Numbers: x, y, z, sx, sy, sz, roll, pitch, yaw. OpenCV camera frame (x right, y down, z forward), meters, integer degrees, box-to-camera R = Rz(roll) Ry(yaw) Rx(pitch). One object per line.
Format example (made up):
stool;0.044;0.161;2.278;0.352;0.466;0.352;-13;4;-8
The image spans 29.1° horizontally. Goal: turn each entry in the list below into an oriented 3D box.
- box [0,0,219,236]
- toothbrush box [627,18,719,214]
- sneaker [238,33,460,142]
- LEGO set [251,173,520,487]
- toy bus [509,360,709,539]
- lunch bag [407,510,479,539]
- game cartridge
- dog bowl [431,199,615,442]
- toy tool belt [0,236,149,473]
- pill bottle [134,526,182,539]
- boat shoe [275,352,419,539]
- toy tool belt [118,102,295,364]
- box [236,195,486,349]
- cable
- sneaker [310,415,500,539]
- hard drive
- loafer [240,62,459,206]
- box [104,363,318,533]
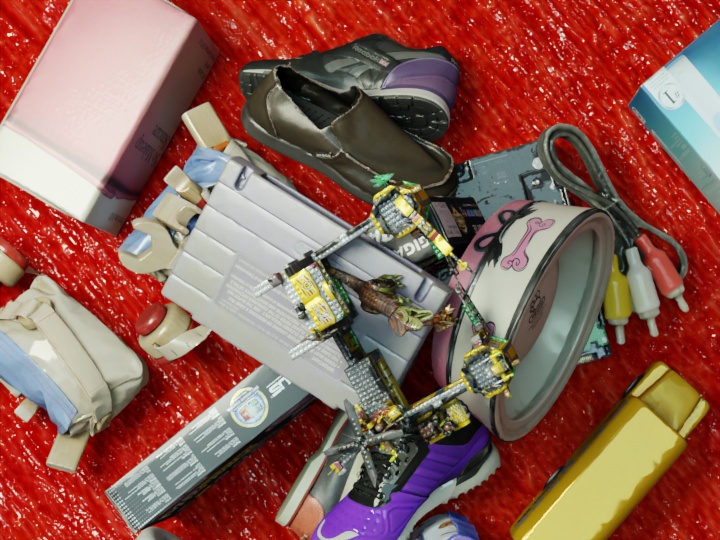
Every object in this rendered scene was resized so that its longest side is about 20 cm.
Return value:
box;-0.225;-0.146;1.224;0.108;0.128;0.201;29;88;5
toothbrush box;0.354;-0.122;1.206;0.146;0.085;0.200;-39;85;0
sneaker;-0.008;-0.172;1.253;0.198;0.076;0.088;10;57;12
LEGO set;0.017;0.040;0.981;0.153;0.116;0.202;-22;93;17
toy bus;0.215;0.171;1.193;0.065;0.078;0.200;41;89;6
lunch bag;0.054;0.304;1.148;0.123;0.170;0.202;16;87;0
game cartridge;-0.044;0.017;1.071;0.199;0.038;0.130;32;109;8
dog bowl;0.129;0.033;1.123;0.073;0.200;0.201;25;87;25
toy tool belt;-0.290;0.072;1.215;0.200;0.125;0.123;40;80;7
pill bottle;-0.202;0.332;1.187;0.119;0.120;0.200;40;89;6
boat shoe;0.001;0.150;1.214;0.062;0.071;0.201;31;89;-1
toy tool belt;-0.154;-0.034;1.196;0.123;0.125;0.201;42;74;-23
box;0.000;0.000;1.158;0.199;0.159;0.046;-27;84;17
cable;0.227;-0.042;1.203;0.096;0.050;0.201;-25;101;-11
sneaker;0.028;0.164;1.160;0.199;0.069;0.100;-34;124;-30
hard drive;0.131;-0.003;1.234;0.138;0.038;0.202;-16;84;2
loafer;-0.005;-0.114;1.184;0.198;0.072;0.073;22;48;-2
box;-0.110;0.137;1.177;0.200;0.160;0.044;-39;84;-1
